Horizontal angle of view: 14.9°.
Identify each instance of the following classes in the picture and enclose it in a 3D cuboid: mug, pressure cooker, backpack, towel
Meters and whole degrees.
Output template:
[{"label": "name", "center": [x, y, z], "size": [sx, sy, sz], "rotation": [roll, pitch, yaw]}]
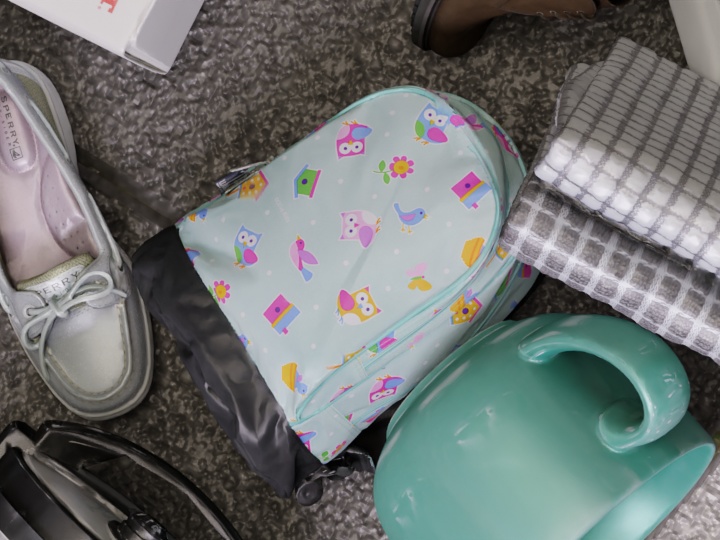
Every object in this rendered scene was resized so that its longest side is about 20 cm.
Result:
[{"label": "mug", "center": [0.091, 0.083, 1.340], "size": [0.114, 0.152, 0.185], "rotation": [47, 109, 16]}, {"label": "pressure cooker", "center": [-0.148, 0.183, 1.370], "size": [0.200, 0.176, 0.179], "rotation": [-51, 45, 1]}, {"label": "backpack", "center": [0.000, 0.000, 1.383], "size": [0.199, 0.127, 0.167], "rotation": [-34, 77, 4]}, {"label": "towel", "center": [0.157, -0.027, 1.310], "size": [0.165, 0.200, 0.086], "rotation": [27, 111, 2]}]

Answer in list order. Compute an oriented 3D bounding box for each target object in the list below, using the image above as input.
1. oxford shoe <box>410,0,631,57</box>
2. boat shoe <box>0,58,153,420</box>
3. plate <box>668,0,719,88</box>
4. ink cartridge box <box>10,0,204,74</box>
[{"label": "oxford shoe", "center": [0.089, -0.148, 1.360], "size": [0.084, 0.200, 0.073], "rotation": [46, 56, -2]}, {"label": "boat shoe", "center": [-0.167, -0.018, 1.449], "size": [0.074, 0.065, 0.203], "rotation": [-19, 82, 10]}, {"label": "plate", "center": [0.236, -0.185, 1.339], "size": [0.198, 0.032, 0.201], "rotation": [-19, 119, 7]}, {"label": "ink cartridge box", "center": [-0.163, -0.213, 1.453], "size": [0.199, 0.084, 0.146], "rotation": [28, 91, 13]}]
